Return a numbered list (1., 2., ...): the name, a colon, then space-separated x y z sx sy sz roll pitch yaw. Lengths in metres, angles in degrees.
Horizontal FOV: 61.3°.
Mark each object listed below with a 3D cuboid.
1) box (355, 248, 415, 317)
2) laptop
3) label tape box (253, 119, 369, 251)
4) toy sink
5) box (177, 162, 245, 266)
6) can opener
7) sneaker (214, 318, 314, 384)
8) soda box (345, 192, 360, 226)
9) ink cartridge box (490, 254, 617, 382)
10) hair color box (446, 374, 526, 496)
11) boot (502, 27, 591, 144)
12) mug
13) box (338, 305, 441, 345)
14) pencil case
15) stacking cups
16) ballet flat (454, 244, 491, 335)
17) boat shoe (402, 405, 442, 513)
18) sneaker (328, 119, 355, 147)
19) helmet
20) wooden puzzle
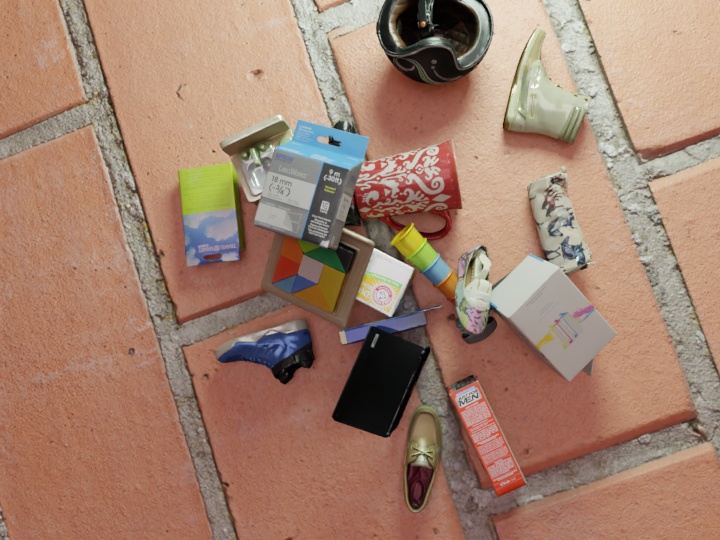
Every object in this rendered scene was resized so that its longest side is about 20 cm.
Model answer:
1. box: 0.000 0.000 1.186 0.198 0.112 0.102 27 92 6
2. laptop: 0.046 0.205 1.129 0.102 0.200 0.179 24 89 12
3. label tape box: -0.084 -0.151 1.028 0.142 0.063 0.203 17 92 15
4. toy sink: -0.167 -0.197 1.173 0.129 0.200 0.113 -24 84 3
5. box: -0.308 -0.114 1.260 0.120 0.048 0.203 -7 86 7
6. can opener: 0.274 0.065 1.192 0.199 0.053 0.067 -37 116 2
7. sneaker: -0.188 0.179 1.214 0.197 0.077 0.113 -17 76 -1
8. soda box: -0.044 -0.131 1.154 0.062 0.200 0.072 0 87 9
9. ink cartridge box: 0.352 0.092 1.112 0.125 0.129 0.200 -45 104 3
10. hair color box: 0.234 0.306 1.143 0.063 0.111 0.202 -24 84 4
11. boot: 0.375 -0.359 1.188 0.153 0.072 0.203 15 93 8
12. mug: 0.094 -0.149 1.179 0.197 0.133 0.180 -8 84 9
13. box: 0.062 0.105 1.169 0.197 0.121 0.033 -15 86 5
14. pencil case: 0.382 -0.093 1.166 0.088 0.078 0.203 -17 84 24
15. stacking cups: 0.143 0.003 1.176 0.060 0.061 0.200 -41 99 2
16. ballet flat: 0.216 0.025 1.130 0.068 0.201 0.071 23 133 -12
17. boat shoe: 0.121 0.367 1.174 0.073 0.066 0.203 4 87 6
18. sneaker: -0.042 -0.239 1.174 0.059 0.200 0.106 3 103 8
19. helmet: 0.147 -0.452 1.160 0.198 0.189 0.203 -3 85 42
20. wooden puzzle: -0.086 -0.004 1.113 0.183 0.037 0.202 24 121 8
